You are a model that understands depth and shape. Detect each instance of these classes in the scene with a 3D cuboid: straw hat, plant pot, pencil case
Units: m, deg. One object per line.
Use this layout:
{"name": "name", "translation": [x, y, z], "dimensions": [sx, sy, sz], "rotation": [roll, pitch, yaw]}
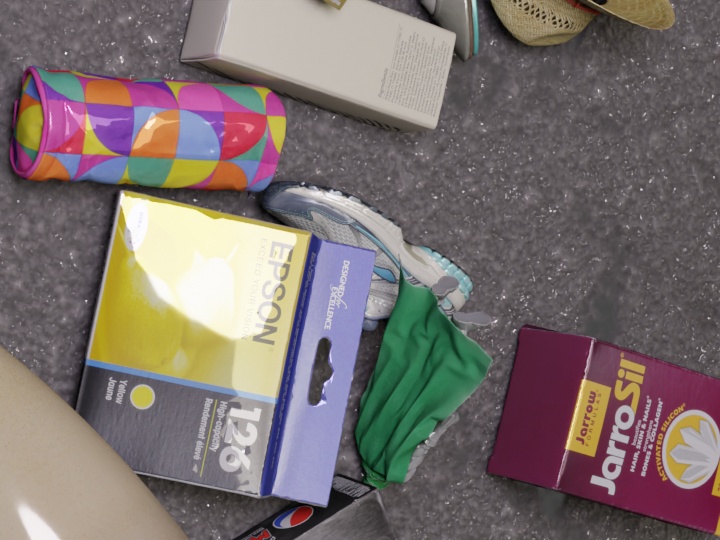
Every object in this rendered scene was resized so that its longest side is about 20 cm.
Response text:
{"name": "straw hat", "translation": [0.149, -0.229, 1.439], "dimensions": [0.200, 0.202, 0.085], "rotation": [21, 122, -31]}
{"name": "plant pot", "translation": [-0.244, 0.146, 1.190], "dimensions": [0.187, 0.187, 0.201], "rotation": [-32, 95, -25]}
{"name": "pencil case", "translation": [-0.150, -0.099, 1.272], "dimensions": [0.199, 0.088, 0.089], "rotation": [3, 92, -31]}

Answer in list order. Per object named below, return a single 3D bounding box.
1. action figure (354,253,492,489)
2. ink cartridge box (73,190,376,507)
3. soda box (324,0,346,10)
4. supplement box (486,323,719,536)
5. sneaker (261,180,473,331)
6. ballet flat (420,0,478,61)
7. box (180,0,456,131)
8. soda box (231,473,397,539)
{"name": "action figure", "translation": [0.039, 0.098, 1.369], "dimensions": [0.054, 0.118, 0.201], "rotation": [-9, 137, -36]}
{"name": "ink cartridge box", "translation": [-0.099, 0.059, 1.297], "dimensions": [0.198, 0.047, 0.199], "rotation": [11, 86, -7]}
{"name": "soda box", "translation": [-0.080, -0.273, 1.274], "dimensions": [0.199, 0.068, 0.064], "rotation": [30, 118, -15]}
{"name": "supplement box", "translation": [0.223, 0.135, 1.501], "dimensions": [0.199, 0.103, 0.132], "rotation": [17, 85, -30]}
{"name": "sneaker", "translation": [0.000, 0.000, 1.374], "dimensions": [0.199, 0.077, 0.087], "rotation": [32, 80, -29]}
{"name": "ballet flat", "translation": [0.058, -0.266, 1.409], "dimensions": [0.063, 0.067, 0.202], "rotation": [-3, 94, -3]}
{"name": "box", "translation": [-0.030, -0.169, 1.348], "dimensions": [0.199, 0.068, 0.083], "rotation": [17, 84, -31]}
{"name": "soda box", "translation": [-0.067, 0.236, 1.355], "dimensions": [0.199, 0.063, 0.071], "rotation": [-29, 107, -26]}
